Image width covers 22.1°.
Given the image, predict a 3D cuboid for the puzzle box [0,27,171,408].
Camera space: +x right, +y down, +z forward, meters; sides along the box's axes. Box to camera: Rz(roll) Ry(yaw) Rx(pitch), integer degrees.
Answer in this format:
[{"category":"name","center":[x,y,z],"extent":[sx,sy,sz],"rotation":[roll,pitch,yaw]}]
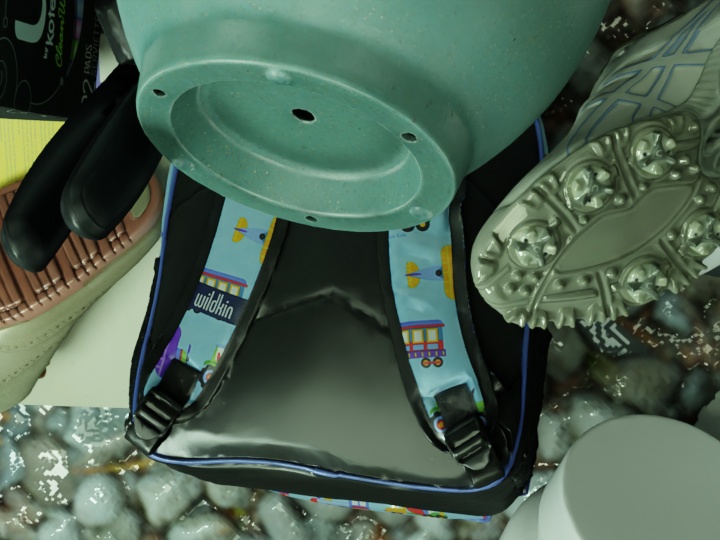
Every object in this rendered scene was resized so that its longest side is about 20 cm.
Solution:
[{"category":"puzzle box","center":[-0.132,-0.025,0.871],"extent":[0.133,0.025,0.200],"rotation":[3,118,2]}]

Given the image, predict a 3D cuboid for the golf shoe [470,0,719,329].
[{"category":"golf shoe","center":[0.120,-0.052,0.759],"extent":[0.200,0.097,0.078],"rotation":[-35,119,-9]}]

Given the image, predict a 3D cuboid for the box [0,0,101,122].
[{"category":"box","center":[-0.187,-0.138,0.711],"extent":[0.124,0.200,0.149],"rotation":[5,92,12]}]

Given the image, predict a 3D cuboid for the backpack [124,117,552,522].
[{"category":"backpack","center":[0.000,0.000,0.815],"extent":[0.182,0.135,0.200],"rotation":[4,77,13]}]

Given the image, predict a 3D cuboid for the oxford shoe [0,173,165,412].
[{"category":"oxford shoe","center":[-0.165,0.019,0.856],"extent":[0.200,0.074,0.071],"rotation":[-31,54,13]}]

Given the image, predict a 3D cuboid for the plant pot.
[{"category":"plant pot","center":[-0.008,-0.098,0.675],"extent":[0.200,0.200,0.134],"rotation":[14,67,6]}]

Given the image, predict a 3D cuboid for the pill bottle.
[{"category":"pill bottle","center":[0.103,0.163,0.819],"extent":[0.114,0.114,0.200],"rotation":[26,136,5]}]

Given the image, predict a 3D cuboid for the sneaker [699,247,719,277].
[{"category":"sneaker","center":[0.240,-0.017,0.776],"extent":[0.200,0.075,0.114],"rotation":[-27,100,22]}]

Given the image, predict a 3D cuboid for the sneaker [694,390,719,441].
[{"category":"sneaker","center":[0.191,0.086,0.797],"extent":[0.076,0.081,0.200],"rotation":[21,138,-3]}]

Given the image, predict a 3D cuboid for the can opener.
[{"category":"can opener","center":[-0.099,-0.056,0.727],"extent":[0.063,0.200,0.079],"rotation":[-33,111,28]}]
